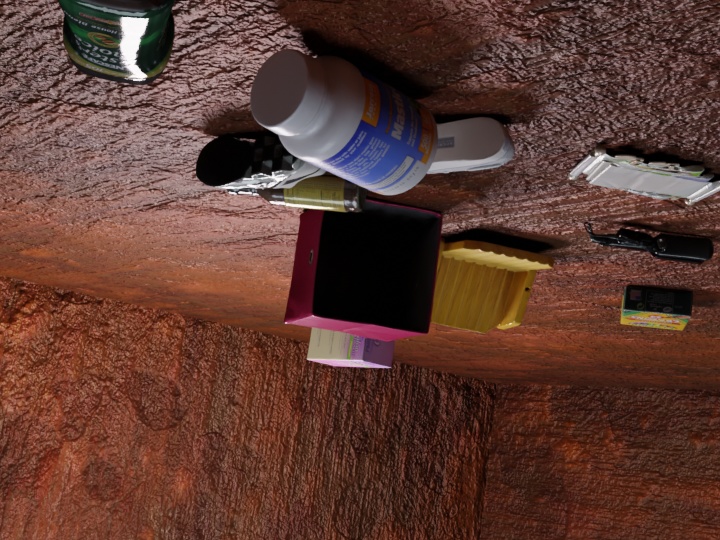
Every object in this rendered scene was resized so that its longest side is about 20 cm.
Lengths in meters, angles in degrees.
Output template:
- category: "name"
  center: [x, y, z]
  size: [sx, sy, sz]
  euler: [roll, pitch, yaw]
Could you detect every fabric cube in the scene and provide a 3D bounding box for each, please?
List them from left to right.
- category: "fabric cube"
  center: [0.000, 0.000, 1.762]
  size: [0.199, 0.198, 0.199]
  euler: [10, 171, -15]

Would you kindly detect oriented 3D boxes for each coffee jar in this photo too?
- category: "coffee jar"
  center: [-0.214, -0.232, 0.963]
  size: [0.104, 0.086, 0.200]
  euler: [10, 170, -9]

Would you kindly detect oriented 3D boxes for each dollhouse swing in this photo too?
- category: "dollhouse swing"
  center: [0.214, 0.033, 1.890]
  size: [0.199, 0.183, 0.176]
  euler: [12, -171, -18]

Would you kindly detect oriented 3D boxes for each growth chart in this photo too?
- category: "growth chart"
  center: [0.358, -0.116, 1.344]
  size: [0.199, 0.018, 0.145]
  euler: [10, 169, -12]

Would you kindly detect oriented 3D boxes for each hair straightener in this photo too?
- category: "hair straightener"
  center: [0.432, -0.048, 1.627]
  size: [0.199, 0.041, 0.077]
  euler: [13, 169, -2]

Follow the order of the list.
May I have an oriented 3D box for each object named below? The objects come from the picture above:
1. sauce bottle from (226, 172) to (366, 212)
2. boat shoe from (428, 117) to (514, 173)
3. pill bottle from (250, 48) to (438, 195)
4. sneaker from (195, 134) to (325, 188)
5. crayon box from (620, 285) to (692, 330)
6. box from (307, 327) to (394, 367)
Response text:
- category: "sauce bottle"
  center: [-0.091, -0.121, 1.542]
  size: [0.199, 0.065, 0.065]
  euler: [7, 170, 14]
- category: "boat shoe"
  center: [0.085, -0.145, 1.285]
  size: [0.199, 0.072, 0.068]
  euler: [-7, 164, 23]
- category: "pill bottle"
  center: [-0.017, -0.158, 1.143]
  size: [0.112, 0.113, 0.200]
  euler: [-1, 167, 40]
- category: "sneaker"
  center: [-0.131, -0.136, 1.454]
  size: [0.199, 0.075, 0.088]
  euler: [1, 166, 36]
- category: "crayon box"
  center: [0.579, 0.078, 2.143]
  size: [0.126, 0.051, 0.200]
  euler: [5, 170, 13]
- category: "box"
  center: [-0.016, 0.131, 2.546]
  size: [0.096, 0.177, 0.199]
  euler: [17, 166, -40]
